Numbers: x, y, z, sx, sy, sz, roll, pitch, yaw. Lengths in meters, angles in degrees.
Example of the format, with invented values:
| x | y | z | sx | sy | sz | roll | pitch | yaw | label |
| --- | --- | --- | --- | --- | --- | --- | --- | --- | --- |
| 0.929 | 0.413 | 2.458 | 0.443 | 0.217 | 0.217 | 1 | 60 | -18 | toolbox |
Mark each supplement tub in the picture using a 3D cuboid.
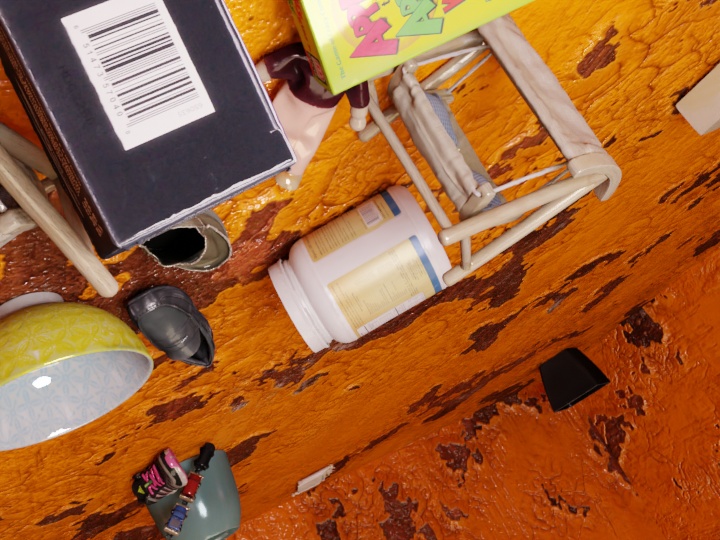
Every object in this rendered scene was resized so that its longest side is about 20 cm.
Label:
| x | y | z | sx | sy | sz | roll | pitch | yaw | label |
| --- | --- | --- | --- | --- | --- | --- | --- | --- | --- |
| 0.000 | 0.000 | 1.011 | 0.199 | 0.145 | 0.145 | -29 | 160 | 1 | supplement tub |

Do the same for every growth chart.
| x | y | z | sx | sy | sz | roll | pitch | yaw | label |
| --- | --- | --- | --- | --- | --- | --- | --- | --- | --- |
| -0.153 | 0.689 | 2.656 | 0.144 | 0.018 | 0.200 | -23 | 159 | -20 | growth chart |

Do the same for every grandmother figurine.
| x | y | z | sx | sy | sz | roll | pitch | yaw | label |
| --- | --- | --- | --- | --- | --- | --- | --- | --- | --- |
| -0.044 | -0.157 | 0.702 | 0.120 | 0.061 | 0.200 | 4 | 141 | -36 | grandmother figurine |

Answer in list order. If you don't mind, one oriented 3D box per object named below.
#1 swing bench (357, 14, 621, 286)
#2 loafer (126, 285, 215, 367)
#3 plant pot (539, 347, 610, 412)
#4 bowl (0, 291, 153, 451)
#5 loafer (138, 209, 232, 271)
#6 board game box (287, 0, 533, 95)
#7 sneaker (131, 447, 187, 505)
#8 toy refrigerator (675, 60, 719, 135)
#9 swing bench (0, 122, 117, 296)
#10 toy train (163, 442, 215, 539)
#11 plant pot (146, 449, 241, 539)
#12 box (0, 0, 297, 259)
| x | y | z | sx | sy | sz | roll | pitch | yaw | label |
| --- | --- | --- | --- | --- | --- | --- | --- | --- | --- |
| 0.119 | -0.130 | 0.780 | 0.199 | 0.200 | 0.130 | -29 | 160 | -2 | swing bench |
| -0.221 | 0.072 | 0.983 | 0.068 | 0.071 | 0.201 | -29 | 160 | -2 | loafer |
| 0.789 | 0.400 | 3.043 | 0.200 | 0.178 | 0.199 | -37 | 159 | 24 | plant pot |
| -0.323 | 0.087 | 0.822 | 0.199 | 0.108 | 0.200 | -26 | 160 | -10 | bowl |
| -0.182 | -0.028 | 0.797 | 0.075 | 0.070 | 0.200 | -33 | 160 | 8 | loafer |
| 0.045 | -0.223 | 0.604 | 0.199 | 0.048 | 0.102 | -27 | 124 | -9 | board game box |
| -0.389 | 0.401 | 1.541 | 0.087 | 0.074 | 0.200 | -25 | 166 | -31 | sneaker |
| 0.576 | -0.299 | 1.212 | 0.076 | 0.070 | 0.200 | -22 | 160 | -41 | toy refrigerator |
| -0.306 | -0.023 | 0.538 | 0.198 | 0.130 | 0.200 | -28 | 155 | -2 | swing bench |
| -0.329 | 0.424 | 1.572 | 0.046 | 0.034 | 0.201 | -52 | -166 | 52 | toy train |
| -0.346 | 0.504 | 1.723 | 0.199 | 0.162 | 0.201 | -26 | 161 | -10 | plant pot |
| -0.135 | -0.095 | 0.477 | 0.104 | 0.149 | 0.200 | -28 | -170 | -18 | box |
